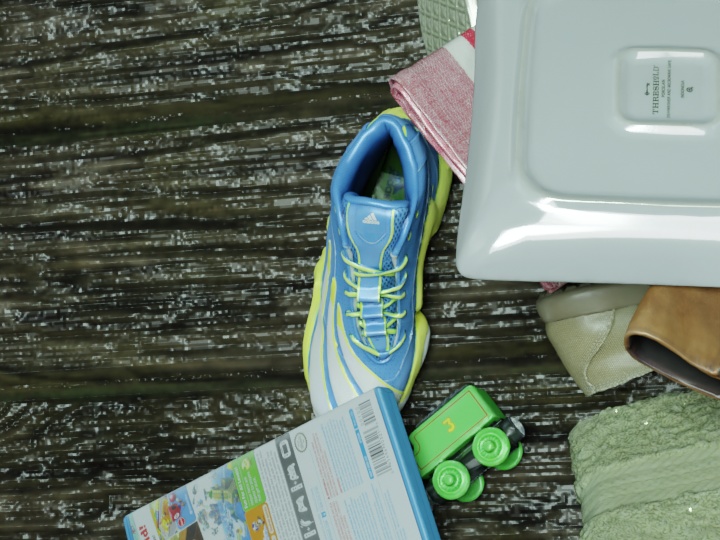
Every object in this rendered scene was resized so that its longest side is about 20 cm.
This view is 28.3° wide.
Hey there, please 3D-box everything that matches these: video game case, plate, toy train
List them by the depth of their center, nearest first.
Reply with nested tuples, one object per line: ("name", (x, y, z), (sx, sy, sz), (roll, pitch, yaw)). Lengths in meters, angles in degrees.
("plate", (0.152, -0.081, 0.711), (0.200, 0.032, 0.200), (3, 55, 8))
("video game case", (-0.044, 0.171, 0.817), (0.200, 0.018, 0.143), (-29, 65, 25))
("toy train", (0.010, 0.142, 0.838), (0.200, 0.042, 0.056), (-40, 68, 9))

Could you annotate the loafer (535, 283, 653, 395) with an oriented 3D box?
("loafer", (0.199, 0.025, 0.783), (0.200, 0.076, 0.067), (-8, 96, 9))

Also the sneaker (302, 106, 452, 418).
("sneaker", (0.000, 0.000, 0.815), (0.076, 0.105, 0.200), (8, 88, 15))

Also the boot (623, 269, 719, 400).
("boot", (0.243, -0.011, 0.697), (0.188, 0.069, 0.200), (21, 54, 6))

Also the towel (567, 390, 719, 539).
("towel", (0.207, 0.106, 0.746), (0.200, 0.148, 0.037), (-15, 122, 15))

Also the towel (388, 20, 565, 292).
("towel", (0.133, -0.095, 0.785), (0.200, 0.023, 0.144), (-34, 81, -21))

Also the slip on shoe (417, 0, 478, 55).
("slip on shoe", (0.085, -0.121, 0.830), (0.061, 0.074, 0.200), (-17, 73, -22))
